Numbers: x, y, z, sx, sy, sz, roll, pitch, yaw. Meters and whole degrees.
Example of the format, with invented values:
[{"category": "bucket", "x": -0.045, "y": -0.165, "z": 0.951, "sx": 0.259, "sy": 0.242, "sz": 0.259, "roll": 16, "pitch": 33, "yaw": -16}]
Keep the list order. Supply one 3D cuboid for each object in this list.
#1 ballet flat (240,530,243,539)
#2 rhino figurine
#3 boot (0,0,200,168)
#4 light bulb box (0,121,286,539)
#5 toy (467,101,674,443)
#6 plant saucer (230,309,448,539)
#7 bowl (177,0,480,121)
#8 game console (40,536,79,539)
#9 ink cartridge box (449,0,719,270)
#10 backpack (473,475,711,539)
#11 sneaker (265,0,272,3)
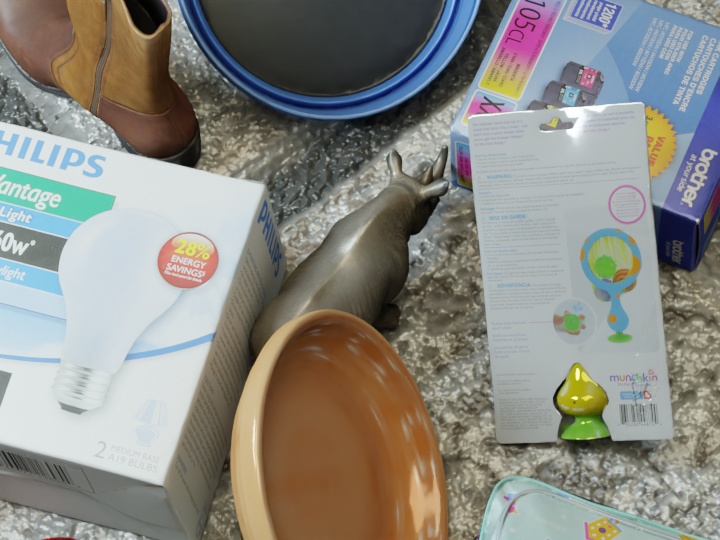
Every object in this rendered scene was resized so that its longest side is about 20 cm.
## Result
[{"category": "ballet flat", "x": -0.041, "y": 0.202, "z": 1.664, "sx": 0.068, "sy": 0.072, "sz": 0.201, "roll": -5, "pitch": 66, "yaw": 4}, {"category": "rhino figurine", "x": 0.000, "y": 0.000, "z": 1.742, "sx": 0.060, "sy": 0.088, "sz": 0.200, "roll": 30, "pitch": 70, "yaw": 20}, {"category": "boot", "x": -0.178, "y": -0.159, "z": 1.767, "sx": 0.068, "sy": 0.200, "sz": 0.188, "roll": -35, "pitch": 68, "yaw": -11}, {"category": "light bulb box", "x": -0.168, "y": 0.036, "z": 1.720, "sx": 0.198, "sy": 0.125, "sz": 0.201, "roll": 13, "pitch": 68, "yaw": 10}, {"category": "toy", "x": 0.132, "y": 0.002, "z": 1.719, "sx": 0.115, "sy": 0.047, "sz": 0.201, "roll": -3, "pitch": 93, "yaw": 26}, {"category": "plant saucer", "x": -0.016, "y": 0.124, "z": 1.645, "sx": 0.037, "sy": 0.200, "sz": 0.201, "roll": -13, "pitch": 61, "yaw": 32}, {"category": "bowl", "x": -0.022, "y": -0.195, "z": 1.818, "sx": 0.200, "sy": 0.039, "sz": 0.201, "roll": 0, "pitch": 89, "yaw": -10}, {"category": "game console", "x": -0.173, "y": 0.254, "z": 1.635, "sx": 0.177, "sy": 0.031, "sz": 0.200, "roll": -27, "pitch": 63, "yaw": -36}, {"category": "ink cartridge box", "x": 0.172, "y": -0.092, "z": 1.780, "sx": 0.199, "sy": 0.076, "sz": 0.137, "roll": 21, "pitch": 69, "yaw": 11}, {"category": "backpack", "x": 0.121, "y": 0.230, "z": 1.600, "sx": 0.175, "sy": 0.153, "sz": 0.201, "roll": 20, "pitch": 75, "yaw": 7}, {"category": "sneaker", "x": -0.108, "y": -0.243, "z": 1.868, "sx": 0.200, "sy": 0.074, "sz": 0.089, "roll": 39, "pitch": 78, "yaw": 15}]
